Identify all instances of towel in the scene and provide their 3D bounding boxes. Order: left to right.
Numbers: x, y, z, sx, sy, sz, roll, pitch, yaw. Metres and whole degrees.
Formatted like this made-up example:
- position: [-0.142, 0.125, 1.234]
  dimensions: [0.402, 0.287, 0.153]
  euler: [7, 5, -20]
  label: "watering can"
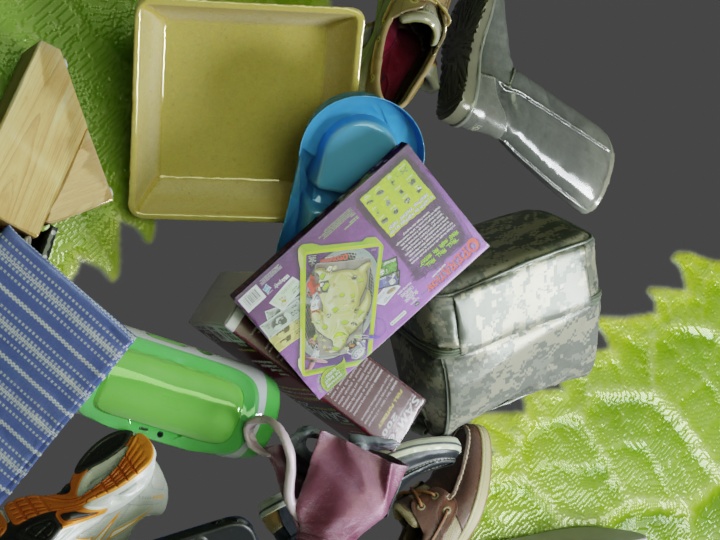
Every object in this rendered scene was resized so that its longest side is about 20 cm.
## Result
- position: [-0.299, 0.083, 1.391]
  dimensions: [0.145, 0.024, 0.200]
  euler: [41, 98, -5]
  label: "towel"

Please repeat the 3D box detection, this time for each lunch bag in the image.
- position: [0.124, 0.053, 1.586]
  dimensions: [0.198, 0.139, 0.169]
  euler: [-20, 112, -22]
  label: "lunch bag"

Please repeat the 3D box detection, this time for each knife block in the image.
- position: [-0.309, -0.074, 1.425]
  dimensions: [0.174, 0.064, 0.202]
  euler: [-21, 96, -26]
  label: "knife block"

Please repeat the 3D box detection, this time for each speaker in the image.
- position: [-0.174, 0.103, 1.469]
  dimensions: [0.198, 0.088, 0.089]
  euler: [20, 79, -23]
  label: "speaker"

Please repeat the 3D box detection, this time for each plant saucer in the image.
- position: [-0.104, -0.145, 1.488]
  dimensions: [0.198, 0.049, 0.202]
  euler: [2, 113, -9]
  label: "plant saucer"

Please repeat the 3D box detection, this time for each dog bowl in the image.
- position: [-0.012, -0.065, 1.483]
  dimensions: [0.110, 0.050, 0.202]
  euler: [9, 112, -12]
  label: "dog bowl"

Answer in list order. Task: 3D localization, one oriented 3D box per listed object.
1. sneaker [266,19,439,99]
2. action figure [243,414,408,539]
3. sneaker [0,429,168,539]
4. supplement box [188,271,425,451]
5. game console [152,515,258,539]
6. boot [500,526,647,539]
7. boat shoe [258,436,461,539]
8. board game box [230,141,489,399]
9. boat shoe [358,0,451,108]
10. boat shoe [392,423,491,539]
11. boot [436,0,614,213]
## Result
- position: [-0.012, -0.172, 1.568]
  dimensions: [0.199, 0.075, 0.091]
  euler: [-27, 93, -23]
  label: "sneaker"
- position: [-0.031, 0.234, 1.421]
  dimensions: [0.148, 0.134, 0.202]
  euler: [19, 76, -28]
  label: "action figure"
- position: [-0.247, 0.228, 1.436]
  dimensions: [0.199, 0.076, 0.092]
  euler: [-32, 134, -9]
  label: "sneaker"
- position: [-0.049, 0.082, 1.516]
  dimensions: [0.199, 0.109, 0.061]
  euler: [37, 76, -18]
  label: "supplement box"
- position: [-0.159, 0.325, 1.401]
  dimensions: [0.198, 0.119, 0.172]
  euler: [-17, 124, -1]
  label: "game console"
- position: [0.190, 0.308, 1.646]
  dimensions: [0.198, 0.073, 0.091]
  euler: [-4, 96, -18]
  label: "boot"
- position: [0.005, 0.206, 1.545]
  dimensions: [0.198, 0.075, 0.063]
  euler: [-21, 77, -15]
  label: "boat shoe"
- position: [0.000, 0.000, 1.440]
  dimensions: [0.200, 0.032, 0.120]
  euler: [-41, 102, -4]
  label: "board game box"
- position: [0.049, -0.221, 1.533]
  dimensions: [0.074, 0.066, 0.202]
  euler: [29, 73, -27]
  label: "boat shoe"
- position: [0.064, 0.233, 1.586]
  dimensions: [0.071, 0.072, 0.202]
  euler: [24, 81, -20]
  label: "boat shoe"
- position: [0.171, -0.174, 1.658]
  dimensions: [0.199, 0.072, 0.184]
  euler: [23, 68, -25]
  label: "boot"
